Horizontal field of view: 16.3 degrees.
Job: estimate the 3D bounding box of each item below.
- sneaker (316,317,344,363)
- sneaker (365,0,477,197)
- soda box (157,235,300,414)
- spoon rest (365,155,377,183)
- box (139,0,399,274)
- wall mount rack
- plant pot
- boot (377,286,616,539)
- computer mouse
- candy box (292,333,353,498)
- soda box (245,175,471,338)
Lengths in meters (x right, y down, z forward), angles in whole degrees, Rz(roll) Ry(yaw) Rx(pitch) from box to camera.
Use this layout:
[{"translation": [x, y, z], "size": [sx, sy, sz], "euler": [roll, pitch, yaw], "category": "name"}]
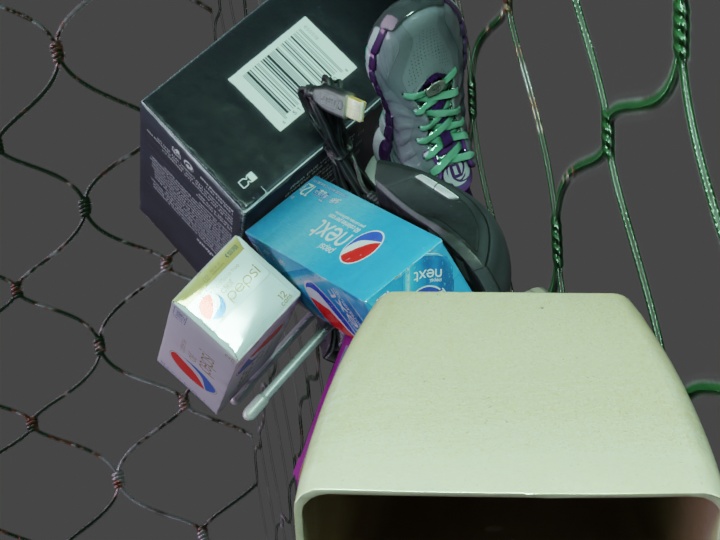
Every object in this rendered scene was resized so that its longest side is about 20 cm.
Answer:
[{"translation": [-0.012, 0.008, 2.241], "size": [0.200, 0.075, 0.114], "euler": [82, 175, -48], "category": "sneaker"}, {"translation": [0.055, -0.105, 1.678], "size": [0.088, 0.074, 0.200], "euler": [56, 167, 27], "category": "sneaker"}, {"translation": [-0.096, 0.041, 1.786], "size": [0.064, 0.068, 0.200], "euler": [42, 165, 3], "category": "soda box"}, {"translation": [0.032, -0.035, 1.864], "size": [0.099, 0.061, 0.200], "euler": [50, 166, 2], "category": "spoon rest"}, {"translation": [-0.055, -0.102, 1.842], "size": [0.117, 0.197, 0.200], "euler": [45, 161, 13], "category": "box"}, {"translation": [-0.011, 0.057, 1.859], "size": [0.200, 0.173, 0.075], "euler": [-168, 70, -82], "category": "wall mount rack"}, {"translation": [0.073, 0.119, 1.268], "size": [0.177, 0.199, 0.201], "euler": [-87, -3, -49], "category": "plant pot"}, {"translation": [0.063, 0.114, 1.414], "size": [0.073, 0.150, 0.201], "euler": [86, 172, -71], "category": "boot"}, {"translation": [0.035, -0.060, 1.646], "size": [0.200, 0.046, 0.141], "euler": [38, 160, 47], "category": "computer mouse"}, {"translation": [0.008, 0.141, 1.649], "size": [0.200, 0.061, 0.137], "euler": [-98, 25, -60], "category": "candy box"}, {"translation": [0.000, 0.000, 1.673], "size": [0.064, 0.068, 0.200], "euler": [58, 167, -25], "category": "soda box"}]
